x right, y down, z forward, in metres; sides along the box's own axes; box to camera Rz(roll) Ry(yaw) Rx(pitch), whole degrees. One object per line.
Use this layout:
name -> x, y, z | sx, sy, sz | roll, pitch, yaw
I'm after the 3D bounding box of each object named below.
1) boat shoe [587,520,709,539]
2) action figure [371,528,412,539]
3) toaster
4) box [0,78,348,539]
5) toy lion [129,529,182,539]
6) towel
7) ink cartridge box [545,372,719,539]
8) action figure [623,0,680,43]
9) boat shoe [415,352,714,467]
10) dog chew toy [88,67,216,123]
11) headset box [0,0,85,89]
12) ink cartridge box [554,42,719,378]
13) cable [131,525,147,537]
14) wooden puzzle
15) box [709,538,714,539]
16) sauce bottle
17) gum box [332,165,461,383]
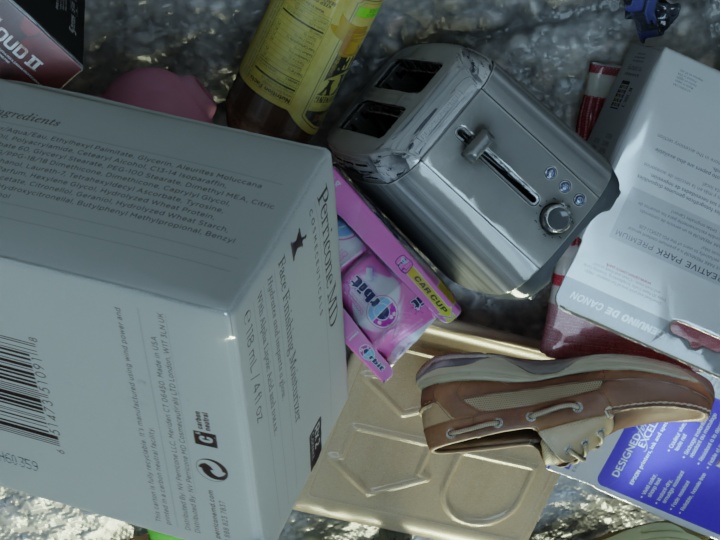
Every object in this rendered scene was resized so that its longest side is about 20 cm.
boat shoe -> 0.171, 0.246, 1.329 | 0.200, 0.067, 0.074 | -26, 130, 33
action figure -> -0.007, 0.253, 1.320 | 0.119, 0.102, 0.200 | -19, 138, 7
toaster -> 0.063, -0.067, 1.095 | 0.129, 0.200, 0.114 | 43, 87, -18
box -> -0.123, 0.026, 0.947 | 0.199, 0.131, 0.199 | 13, 137, 17
toy lion -> -0.135, 0.105, 1.156 | 0.068, 0.200, 0.192 | -14, 111, 1
towel -> 0.205, -0.032, 1.182 | 0.144, 0.023, 0.201 | 7, 100, -8
ink cartridge box -> 0.255, 0.086, 1.261 | 0.200, 0.043, 0.199 | 23, 103, -18
action figure -> 0.185, -0.236, 1.070 | 0.193, 0.105, 0.200 | -10, 149, 6
boat shoe -> 0.136, 0.098, 1.178 | 0.199, 0.072, 0.076 | -1, 160, 10
dog chew toy -> -0.175, -0.052, 1.101 | 0.200, 0.125, 0.125 | -37, 119, 6
headset box -> -0.241, -0.123, 1.028 | 0.200, 0.149, 0.077 | -39, 119, 15
ink cartridge box -> 0.235, -0.026, 1.131 | 0.199, 0.084, 0.176 | 24, 96, -9
cable -> -0.113, 0.242, 1.345 | 0.097, 0.050, 0.200 | -35, 133, -6
wooden puzzle -> 0.063, 0.112, 1.275 | 0.185, 0.046, 0.200 | 14, 122, -15
box -> 0.387, 0.289, 1.353 | 0.199, 0.166, 0.165 | -19, 121, 3
sauce bottle -> -0.045, -0.122, 1.106 | 0.065, 0.065, 0.200 | 19, 119, -18
gum box -> 0.000, 0.000, 1.084 | 0.066, 0.200, 0.114 | -43, 90, 2
